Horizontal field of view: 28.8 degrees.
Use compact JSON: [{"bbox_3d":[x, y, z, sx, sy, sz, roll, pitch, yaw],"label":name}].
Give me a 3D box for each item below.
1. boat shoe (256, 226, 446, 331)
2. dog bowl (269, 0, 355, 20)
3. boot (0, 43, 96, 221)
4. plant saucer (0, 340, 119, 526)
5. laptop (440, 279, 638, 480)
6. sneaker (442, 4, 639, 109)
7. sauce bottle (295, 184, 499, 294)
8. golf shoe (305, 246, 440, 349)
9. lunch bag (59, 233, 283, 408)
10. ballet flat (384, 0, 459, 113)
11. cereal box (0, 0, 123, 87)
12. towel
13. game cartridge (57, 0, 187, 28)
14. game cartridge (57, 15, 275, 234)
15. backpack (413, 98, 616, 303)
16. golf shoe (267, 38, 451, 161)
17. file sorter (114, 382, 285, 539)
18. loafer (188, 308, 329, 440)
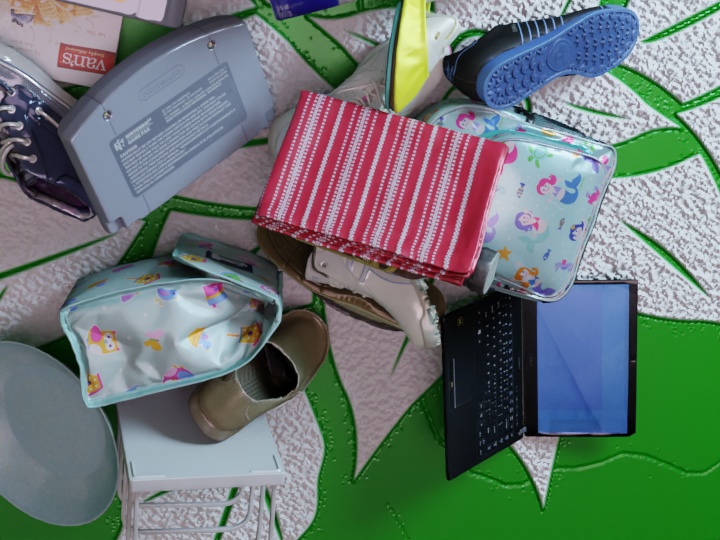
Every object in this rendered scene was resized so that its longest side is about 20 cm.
[{"bbox_3d":[-0.015,0.011,1.371,0.200,0.066,0.072,27,65,-4],"label":"boat shoe"},{"bbox_3d":[-0.063,-0.317,1.187,0.079,0.200,0.201,-16,110,1],"label":"dog bowl"},{"bbox_3d":[-0.304,-0.127,1.249,0.200,0.091,0.073,31,139,-28],"label":"boot"},{"bbox_3d":[-0.306,0.152,1.360,0.200,0.039,0.202,12,118,24],"label":"plant saucer"},{"bbox_3d":[0.182,0.109,1.410,0.200,0.103,0.178,-21,115,-43],"label":"laptop"},{"bbox_3d":[0.170,-0.212,1.323,0.200,0.078,0.070,-22,127,-27],"label":"sneaker"},{"bbox_3d":[0.025,-0.032,1.249,0.199,0.065,0.065,19,106,12],"label":"sauce bottle"},{"bbox_3d":[0.000,0.000,1.315,0.097,0.078,0.200,-30,75,-5],"label":"golf shoe"},{"bbox_3d":[-0.167,0.038,1.304,0.199,0.170,0.122,-17,101,-1],"label":"lunch bag"},{"bbox_3d":[0.058,-0.240,1.264,0.067,0.067,0.201,2,79,5],"label":"ballet flat"},{"bbox_3d":[-0.277,-0.273,1.255,0.143,0.040,0.201,9,107,-11],"label":"cereal box"},{"bbox_3d":[0.020,-0.076,1.223,0.199,0.023,0.145,16,66,9],"label":"towel"},{"bbox_3d":[-0.238,-0.297,1.214,0.199,0.042,0.134,11,111,-15],"label":"game cartridge"},{"bbox_3d":[-0.173,-0.139,1.259,0.200,0.040,0.134,-38,138,-22],"label":"game cartridge"},{"bbox_3d":[0.127,-0.070,1.328,0.199,0.151,0.178,19,99,-7],"label":"backpack"},{"bbox_3d":[0.006,-0.151,1.310,0.200,0.092,0.075,-37,108,3],"label":"golf shoe"},{"bbox_3d":[-0.162,0.197,1.340,0.138,0.200,0.125,0,113,-15],"label":"file sorter"},{"bbox_3d":[-0.081,0.094,1.329,0.067,0.200,0.076,-30,99,39],"label":"loafer"}]
